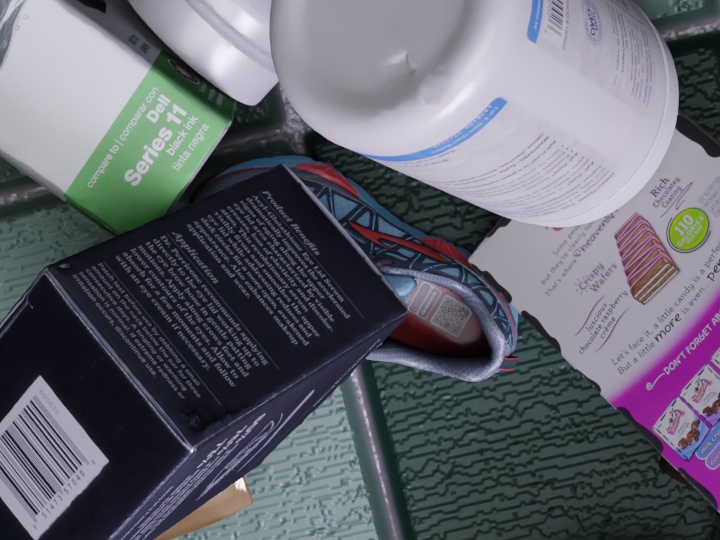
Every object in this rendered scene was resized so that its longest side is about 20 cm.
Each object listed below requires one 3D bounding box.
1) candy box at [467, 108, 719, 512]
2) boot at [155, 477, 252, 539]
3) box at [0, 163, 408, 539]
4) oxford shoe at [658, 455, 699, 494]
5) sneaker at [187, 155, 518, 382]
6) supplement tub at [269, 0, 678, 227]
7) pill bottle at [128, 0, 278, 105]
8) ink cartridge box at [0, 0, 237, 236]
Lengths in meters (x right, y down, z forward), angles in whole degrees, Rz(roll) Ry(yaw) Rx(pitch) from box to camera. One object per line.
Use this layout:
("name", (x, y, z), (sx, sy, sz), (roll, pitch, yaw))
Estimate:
("candy box", (0.170, 0.010, 0.884), (0.137, 0.061, 0.200), (-51, 62, 13))
("boot", (-0.181, 0.092, 0.947), (0.198, 0.066, 0.177), (-23, 110, -7))
("box", (-0.093, 0.053, 0.821), (0.105, 0.200, 0.148), (48, 122, 7))
("oxford shoe", (0.202, 0.083, 0.955), (0.084, 0.073, 0.202), (-19, 104, 9))
("sneaker", (0.000, 0.000, 0.917), (0.198, 0.096, 0.080), (22, 103, -7))
("supplement tub", (0.059, -0.101, 0.817), (0.131, 0.199, 0.134), (-7, 76, 30))
("pill bottle", (-0.023, -0.189, 0.853), (0.115, 0.116, 0.200), (39, 102, -11))
("ink cartridge box", (-0.164, -0.113, 0.858), (0.199, 0.147, 0.083), (35, 101, -11))
